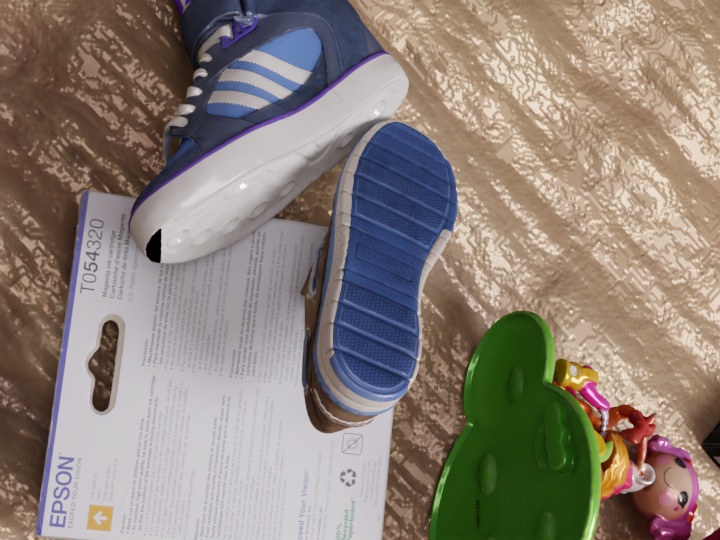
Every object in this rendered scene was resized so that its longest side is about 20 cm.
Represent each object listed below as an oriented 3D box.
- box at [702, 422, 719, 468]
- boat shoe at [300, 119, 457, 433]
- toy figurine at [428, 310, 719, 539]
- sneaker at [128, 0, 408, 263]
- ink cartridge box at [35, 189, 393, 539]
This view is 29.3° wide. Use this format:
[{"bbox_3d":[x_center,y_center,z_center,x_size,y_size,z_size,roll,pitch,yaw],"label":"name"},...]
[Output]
[{"bbox_3d":[0.350,0.133,0.927,0.160,0.044,0.200,-45,98,-17],"label":"box"},{"bbox_3d":[0.000,0.000,0.769,0.072,0.072,0.201,28,48,-14],"label":"boat shoe"},{"bbox_3d":[0.157,0.142,0.842,0.183,0.150,0.201,21,53,-28],"label":"toy figurine"},{"bbox_3d":[-0.085,-0.106,0.788,0.200,0.081,0.146,-36,72,-26],"label":"sneaker"},{"bbox_3d":[-0.077,0.065,0.799,0.199,0.043,0.198,9,80,-14],"label":"ink cartridge box"}]
